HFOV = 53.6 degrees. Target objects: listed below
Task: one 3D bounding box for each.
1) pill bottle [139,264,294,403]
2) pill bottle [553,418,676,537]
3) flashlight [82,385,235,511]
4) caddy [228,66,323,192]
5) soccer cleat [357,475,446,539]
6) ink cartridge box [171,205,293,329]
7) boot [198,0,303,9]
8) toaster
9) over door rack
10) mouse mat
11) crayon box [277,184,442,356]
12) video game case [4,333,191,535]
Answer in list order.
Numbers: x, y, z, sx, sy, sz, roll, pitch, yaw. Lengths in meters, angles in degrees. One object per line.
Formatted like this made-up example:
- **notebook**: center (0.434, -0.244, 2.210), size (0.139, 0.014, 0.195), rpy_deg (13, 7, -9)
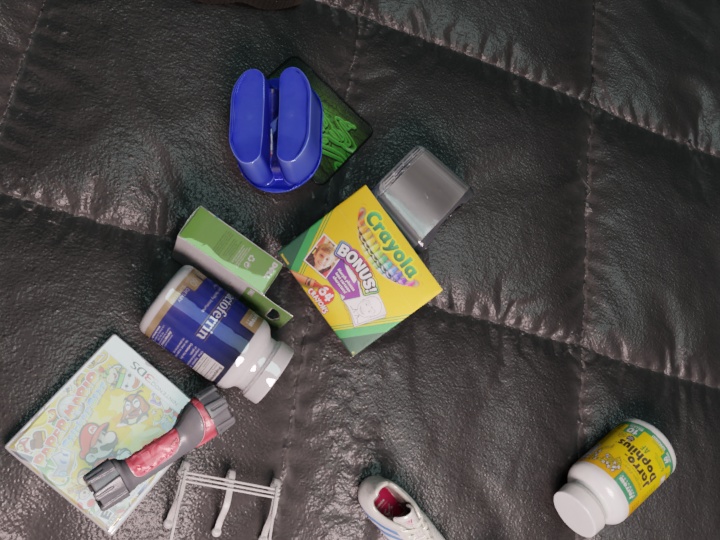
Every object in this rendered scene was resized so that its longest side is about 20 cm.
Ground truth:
- **pill bottle**: center (-0.200, 0.094, 1.011), size (0.200, 0.116, 0.116), rpy_deg (37, 64, -7)
- **pill bottle**: center (0.414, 0.341, 1.171), size (0.199, 0.113, 0.113), rpy_deg (-29, 86, -26)
- **flashlight**: center (-0.265, 0.232, 0.945), size (0.199, 0.068, 0.068), rpy_deg (-30, 87, -27)
- **caddy**: center (-0.133, -0.226, 1.140), size (0.140, 0.105, 0.202), rpy_deg (0, 76, 6)
- **soccer cleat**: center (0.074, 0.382, 1.042), size (0.200, 0.086, 0.070), rpy_deg (46, 64, -3)
- **ink cartridge box**: center (-0.178, 0.000, 1.055), size (0.199, 0.104, 0.059), rpy_deg (36, 65, -7)
- **boot**: center (-0.196, -0.536, 1.236), size (0.199, 0.077, 0.139), rpy_deg (-1, 69, -22)
- **toaster**: center (0.094, -0.117, 1.192), size (0.129, 0.114, 0.200), rpy_deg (44, 67, -1)
- **over door rack**: center (-0.189, 0.366, 0.947), size (0.147, 0.067, 0.201), rpy_deg (15, 48, -16)
- **mouse mat**: center (-0.091, -0.260, 1.224), size (0.200, 0.008, 0.161), rpy_deg (43, 64, -5)
- **crayon box**: center (0.000, 0.000, 1.105), size (0.172, 0.058, 0.200), rpy_deg (-37, 89, 6)
- **video game case**: center (-0.337, 0.219, 0.970), size (0.182, 0.023, 0.200), rpy_deg (41, 64, -4)
